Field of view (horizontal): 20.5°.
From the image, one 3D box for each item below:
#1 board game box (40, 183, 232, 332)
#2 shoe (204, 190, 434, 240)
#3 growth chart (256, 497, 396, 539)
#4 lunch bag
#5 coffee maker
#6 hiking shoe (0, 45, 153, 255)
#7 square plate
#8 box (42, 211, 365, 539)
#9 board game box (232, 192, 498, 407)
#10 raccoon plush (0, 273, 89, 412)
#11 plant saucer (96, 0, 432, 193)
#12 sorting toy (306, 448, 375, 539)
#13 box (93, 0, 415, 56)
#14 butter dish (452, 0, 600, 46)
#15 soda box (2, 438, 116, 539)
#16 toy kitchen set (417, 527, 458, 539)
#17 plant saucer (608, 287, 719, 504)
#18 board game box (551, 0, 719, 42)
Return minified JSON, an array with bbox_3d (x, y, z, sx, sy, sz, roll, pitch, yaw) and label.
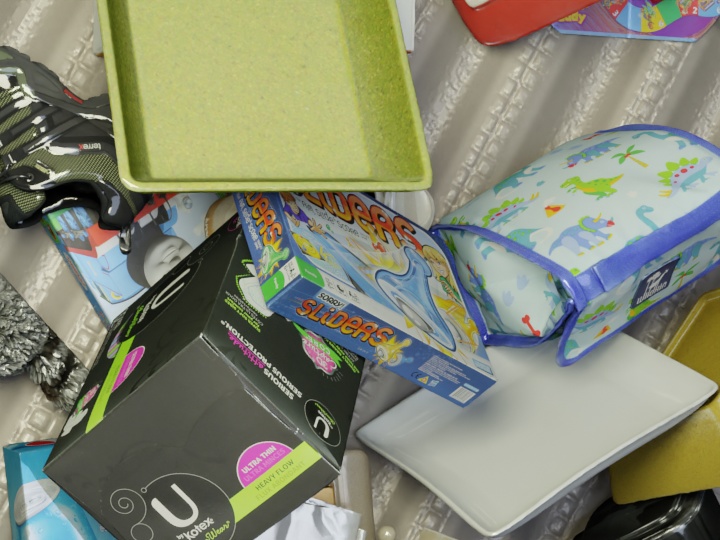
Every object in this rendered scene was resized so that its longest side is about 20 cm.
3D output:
[{"bbox_3d":[-0.119,-0.004,1.403,0.151,0.037,0.201,-33,101,-18],"label":"board game box"},{"bbox_3d":[-0.016,-0.035,1.404,0.199,0.053,0.070,-9,84,-40],"label":"shoe"},{"bbox_3d":[-0.070,0.212,1.390,0.199,0.018,0.146,25,85,-16],"label":"growth chart"},{"bbox_3d":[0.172,-0.023,1.423,0.169,0.200,0.128,-32,99,-18],"label":"lunch bag"},{"bbox_3d":[0.252,0.262,1.453,0.134,0.192,0.201,-33,99,-1],"label":"coffee maker"},{"bbox_3d":[-0.228,-0.084,1.319,0.199,0.076,0.101,20,65,0],"label":"hiking shoe"},{"bbox_3d":[0.123,0.107,1.409,0.197,0.200,0.029,-30,118,-17],"label":"square plate"},{"bbox_3d":[-0.091,0.076,1.265,0.148,0.200,0.124,-39,105,22],"label":"box"},{"bbox_3d":[0.000,0.000,1.313,0.034,0.136,0.199,-39,138,22],"label":"board game box"},{"bbox_3d":[-0.270,0.067,1.322,0.134,0.097,0.200,-43,103,-7],"label":"raccoon plush"},{"bbox_3d":[-0.069,-0.126,1.255,0.198,0.048,0.201,-1,63,-20],"label":"plant saucer"},{"bbox_3d":[-0.076,0.229,1.415,0.198,0.036,0.187,-5,91,-20],"label":"sorting toy"},{"bbox_3d":[-0.075,-0.197,1.375,0.198,0.124,0.098,1,89,-19],"label":"box"},{"bbox_3d":[0.135,-0.290,1.431,0.147,0.200,0.201,-31,97,-36],"label":"butter dish"},{"bbox_3d":[-0.198,0.216,1.354,0.064,0.068,0.202,-7,92,-20],"label":"soda box"},{"bbox_3d":[0.090,0.283,1.344,0.180,0.200,0.164,27,82,-29],"label":"toy kitchen set"},{"bbox_3d":[0.266,0.071,1.442,0.048,0.200,0.200,41,66,-11],"label":"plant saucer"},{"bbox_3d":[0.214,-0.259,1.525,0.198,0.039,0.159,1,89,-19],"label":"board game box"}]
